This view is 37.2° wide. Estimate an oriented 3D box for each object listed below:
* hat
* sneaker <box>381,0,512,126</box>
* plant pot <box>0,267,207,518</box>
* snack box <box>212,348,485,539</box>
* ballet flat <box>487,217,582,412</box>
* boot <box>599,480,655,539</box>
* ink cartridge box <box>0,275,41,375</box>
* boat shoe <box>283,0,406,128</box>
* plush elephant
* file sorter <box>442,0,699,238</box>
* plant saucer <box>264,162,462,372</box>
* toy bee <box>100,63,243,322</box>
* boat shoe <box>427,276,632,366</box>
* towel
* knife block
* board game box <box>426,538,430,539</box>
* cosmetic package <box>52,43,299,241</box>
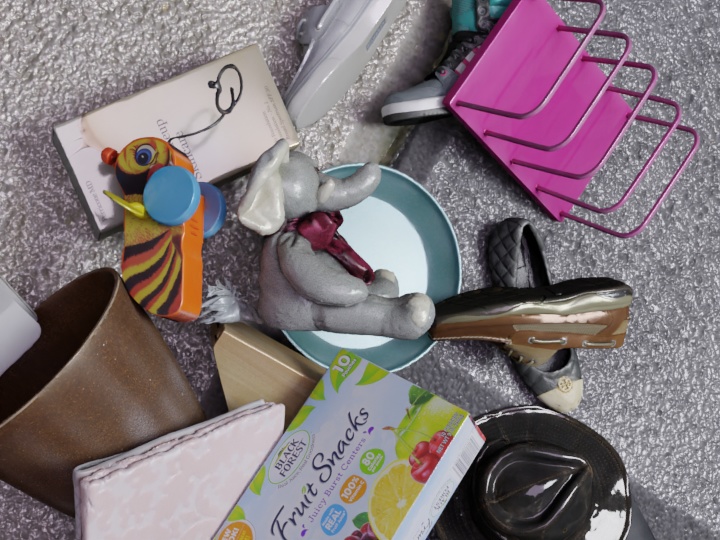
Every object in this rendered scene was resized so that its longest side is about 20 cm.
[{"bbox_3d":[0.164,0.203,1.004,0.197,0.081,0.204,1,62,-1],"label":"hat"},{"bbox_3d":[0.098,-0.217,1.046,0.197,0.083,0.123,-18,96,-25],"label":"sneaker"},{"bbox_3d":[-0.206,0.136,0.893,0.187,0.186,0.201,-46,115,-15],"label":"plant pot"},{"bbox_3d":[-0.011,0.179,0.857,0.201,0.141,0.053,-55,141,-16],"label":"snack box"},{"bbox_3d":[0.174,0.046,1.062,0.066,0.057,0.203,-20,91,-16],"label":"ballet flat"},{"bbox_3d":[0.242,0.330,1.052,0.164,0.065,0.202,-32,97,-24],"label":"boot"},{"bbox_3d":[-0.363,0.018,0.843,0.199,0.125,0.129,39,75,12],"label":"ink cartridge box"},{"bbox_3d":[-0.023,-0.229,1.026,0.068,0.072,0.201,32,84,11],"label":"boat shoe"},{"bbox_3d":[-0.040,-0.033,0.912,0.196,0.165,0.158,1,97,-4],"label":"plush elephant"},{"bbox_3d":[0.207,-0.144,1.006,0.199,0.125,0.140,39,84,-35],"label":"file sorter"},{"bbox_3d":[0.000,0.000,1.026,0.196,0.036,0.204,1,85,-15],"label":"plant saucer"},{"bbox_3d":[-0.164,-0.061,0.882,0.107,0.131,0.202,7,61,20],"label":"toy bee"},{"bbox_3d":[0.162,0.055,1.008,0.196,0.076,0.075,-6,102,-3],"label":"boat shoe"},{"bbox_3d":[-0.143,0.214,0.854,0.198,0.032,0.194,-16,118,-45],"label":"towel"},{"bbox_3d":[-0.033,0.120,0.967,0.173,0.064,0.203,-15,106,-8],"label":"knife block"},{"bbox_3d":[0.045,0.374,1.003,0.134,0.045,0.200,44,76,-8],"label":"board game box"},{"bbox_3d":[-0.167,-0.116,0.969,0.198,0.073,0.105,-27,94,-17],"label":"cosmetic package"}]
